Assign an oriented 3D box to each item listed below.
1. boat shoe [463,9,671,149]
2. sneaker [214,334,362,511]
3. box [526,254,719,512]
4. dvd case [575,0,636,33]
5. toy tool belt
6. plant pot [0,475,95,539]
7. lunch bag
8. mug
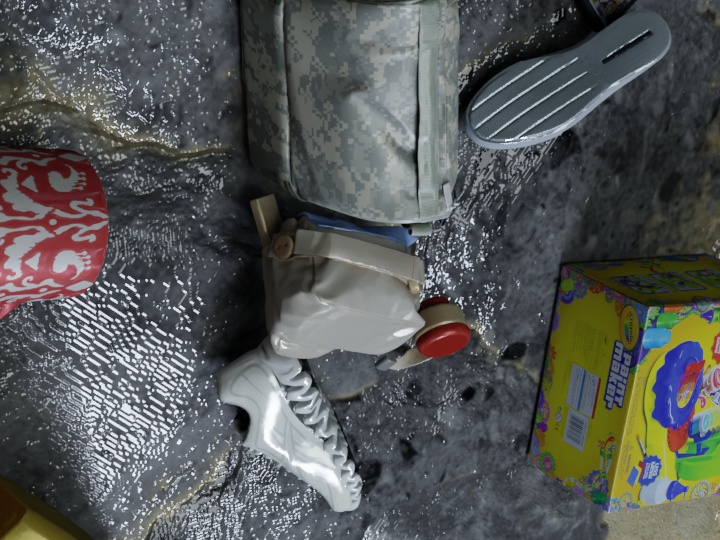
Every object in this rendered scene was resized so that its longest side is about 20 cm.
[{"bbox_3d":[0.179,-0.156,1.675,0.200,0.062,0.072,-27,78,-10],"label":"boat shoe"},{"bbox_3d":[-0.058,0.134,1.631,0.081,0.075,0.200,-27,127,0],"label":"sneaker"},{"bbox_3d":[0.280,0.101,1.819,0.192,0.122,0.200,-5,111,-35],"label":"box"},{"bbox_3d":[0.240,-0.321,1.681,0.200,0.018,0.143,-47,129,-11],"label":"dvd case"},{"bbox_3d":[0.000,0.000,1.577,0.200,0.123,0.125,10,143,-43],"label":"toy tool belt"},{"bbox_3d":[-0.265,0.264,1.459,0.200,0.200,0.176,-42,117,-14],"label":"plant pot"},{"bbox_3d":[0.006,-0.141,1.491,0.139,0.168,0.200,-15,117,-30],"label":"lunch bag"},{"bbox_3d":[-0.299,-0.020,1.369,0.200,0.134,0.178,-3,148,-39],"label":"mug"}]
